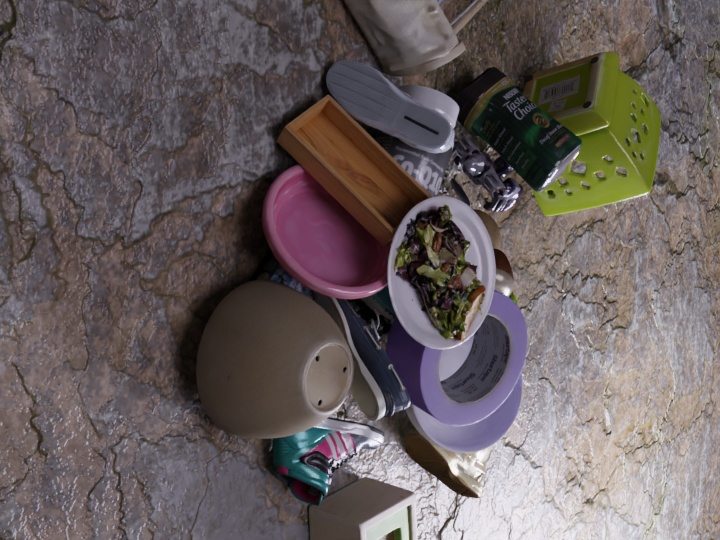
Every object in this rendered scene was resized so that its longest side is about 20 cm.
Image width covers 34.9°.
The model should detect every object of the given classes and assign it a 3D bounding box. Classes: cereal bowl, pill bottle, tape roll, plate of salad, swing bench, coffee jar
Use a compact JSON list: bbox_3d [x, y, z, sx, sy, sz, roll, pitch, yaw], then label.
[{"bbox_3d":[0.147,0.177,1.764,0.198,0.083,0.203,2,85,-22],"label":"cereal bowl"},{"bbox_3d":[0.067,-0.154,1.635,0.114,0.113,0.202,31,73,-48],"label":"pill bottle"},{"bbox_3d":[0.139,0.113,1.638,0.198,0.085,0.203,-13,114,-33],"label":"tape roll"},{"bbox_3d":[0.116,0.003,1.507,0.198,0.048,0.203,-1,92,-39],"label":"plate of salad"},{"bbox_3d":[0.079,-0.408,1.590,0.201,0.129,0.199,-60,136,-23],"label":"swing bench"},{"bbox_3d":[0.239,-0.223,1.775,0.104,0.200,0.086,-40,167,-36],"label":"coffee jar"}]

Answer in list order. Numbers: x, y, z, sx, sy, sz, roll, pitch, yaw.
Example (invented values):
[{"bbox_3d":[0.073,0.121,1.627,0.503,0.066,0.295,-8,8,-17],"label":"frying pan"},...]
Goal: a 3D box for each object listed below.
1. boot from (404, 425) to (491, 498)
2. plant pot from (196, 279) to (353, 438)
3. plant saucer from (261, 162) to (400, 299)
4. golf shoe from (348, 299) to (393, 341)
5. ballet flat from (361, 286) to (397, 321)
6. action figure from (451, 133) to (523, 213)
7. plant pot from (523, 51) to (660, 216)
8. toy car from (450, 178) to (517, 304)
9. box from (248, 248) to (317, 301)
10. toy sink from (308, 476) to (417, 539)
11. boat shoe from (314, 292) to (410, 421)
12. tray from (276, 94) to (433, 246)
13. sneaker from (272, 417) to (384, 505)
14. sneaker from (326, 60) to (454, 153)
[{"bbox_3d":[0.157,0.258,1.855,0.200,0.072,0.157,44,59,-36],"label":"boot"},{"bbox_3d":[-0.087,0.120,1.427,0.199,0.133,0.203,-11,105,-48],"label":"plant pot"},{"bbox_3d":[-0.039,-0.046,1.495,0.198,0.051,0.203,14,54,-20],"label":"plant saucer"},{"bbox_3d":[-0.014,0.097,1.631,0.200,0.077,0.088,-41,166,-54],"label":"golf shoe"},{"bbox_3d":[0.000,0.000,1.610,0.200,0.071,0.072,47,62,-30],"label":"ballet flat"},{"bbox_3d":[0.199,-0.148,1.798,0.199,0.069,0.131,10,52,-62],"label":"action figure"},{"bbox_3d":[0.366,-0.234,1.893,0.182,0.198,0.200,49,43,-35],"label":"plant pot"},{"bbox_3d":[0.157,-0.037,1.780,0.165,0.156,0.202,55,29,-52],"label":"toy car"},{"bbox_3d":[-0.107,0.066,1.526,0.137,0.040,0.201,52,58,-40],"label":"box"},{"bbox_3d":[0.010,0.428,1.679,0.130,0.111,0.203,-16,109,-47],"label":"toy sink"},{"bbox_3d":[0.002,0.102,1.500,0.061,0.201,0.075,-13,145,-29],"label":"boat shoe"},{"bbox_3d":[-0.007,-0.133,1.514,0.200,0.037,0.099,45,49,3],"label":"tray"},{"bbox_3d":[-0.048,0.266,1.598,0.199,0.083,0.122,17,79,-42],"label":"sneaker"},{"bbox_3d":[0.039,-0.214,1.559,0.073,0.199,0.071,-54,168,-2],"label":"sneaker"}]
